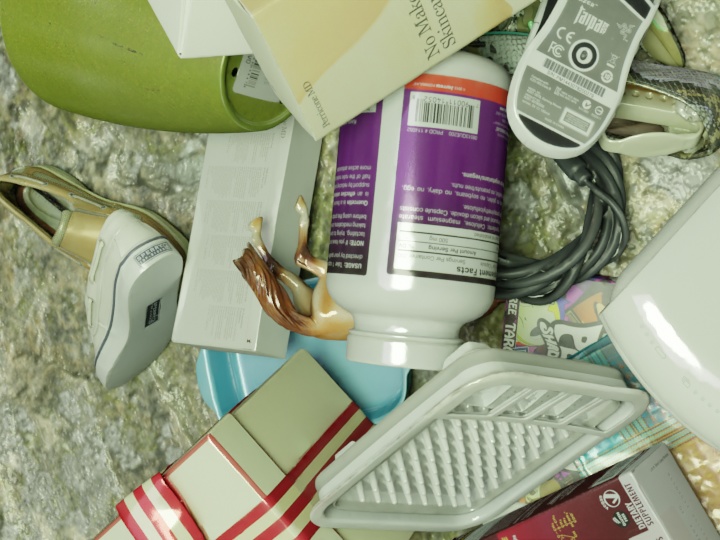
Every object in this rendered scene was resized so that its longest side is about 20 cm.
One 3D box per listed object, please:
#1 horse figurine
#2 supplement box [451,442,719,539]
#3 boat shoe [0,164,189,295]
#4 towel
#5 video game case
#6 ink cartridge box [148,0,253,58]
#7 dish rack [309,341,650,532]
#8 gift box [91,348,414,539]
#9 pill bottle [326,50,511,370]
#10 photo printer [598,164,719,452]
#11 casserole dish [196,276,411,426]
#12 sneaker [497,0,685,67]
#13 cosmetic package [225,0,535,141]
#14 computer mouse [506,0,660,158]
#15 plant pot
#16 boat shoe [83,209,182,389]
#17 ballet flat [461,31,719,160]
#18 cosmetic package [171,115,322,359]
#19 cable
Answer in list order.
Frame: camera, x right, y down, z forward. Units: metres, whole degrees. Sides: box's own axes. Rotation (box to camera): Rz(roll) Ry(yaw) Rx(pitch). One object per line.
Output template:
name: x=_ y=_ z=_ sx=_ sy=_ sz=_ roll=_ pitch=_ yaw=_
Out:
horse figurine: x=0.000 y=0.000 z=0.936 sx=0.133 sy=0.199 sz=0.050 roll=66 pitch=151 yaw=11
supplement box: x=0.146 y=0.209 z=0.870 sx=0.200 sy=0.061 sz=0.109 roll=-36 pitch=82 yaw=38
boat shoe: x=-0.233 y=-0.031 z=1.083 sx=0.199 sy=0.076 sz=0.072 roll=24 pitch=101 yaw=22
towel: x=0.222 y=0.126 z=0.863 sx=0.146 sy=0.022 sz=0.201 roll=-35 pitch=80 yaw=22
video game case: x=0.184 y=0.106 z=0.911 sx=0.180 sy=0.036 sz=0.202 roll=9 pitch=96 yaw=24
ink cartridge box: x=-0.047 y=-0.218 z=0.837 sx=0.147 sy=0.199 sz=0.083 roll=59 pitch=146 yaw=38
dish rack: x=0.072 y=0.110 z=0.840 sx=0.200 sy=0.171 sz=0.044 roll=-45 pitch=51 yaw=35
gift box: x=-0.077 y=0.205 z=0.937 sx=0.184 sy=0.187 sz=0.200 roll=43 pitch=118 yaw=3
pill bottle: x=0.037 y=-0.039 z=0.831 sx=0.112 sy=0.112 sz=0.202 roll=5 pitch=89 yaw=25
photo printer: x=0.264 y=0.016 z=0.807 sx=0.166 sy=0.069 sz=0.200 roll=44 pitch=88 yaw=8
casserole dish: x=-0.040 y=0.070 z=1.017 sx=0.199 sy=0.039 sz=0.122 roll=-14 pitch=87 yaw=27
sneaker: x=0.134 y=-0.188 z=0.880 sx=0.199 sy=0.077 sz=0.089 roll=36 pitch=112 yaw=-3
cosmetic package: x=0.024 y=-0.178 z=0.750 sx=0.199 sy=0.105 sz=0.071 roll=-34 pitch=44 yaw=-4
computer mouse: x=0.149 y=-0.167 z=0.815 sx=0.109 sy=0.044 sz=0.201 roll=27 pitch=89 yaw=-8
plant pot: x=-0.133 y=-0.177 z=0.941 sx=0.199 sy=0.186 sz=0.188 roll=28 pitch=105 yaw=37
boat shoe: x=-0.194 y=0.025 z=1.033 sx=0.066 sy=0.072 sz=0.200 roll=48 pitch=151 yaw=17
ballet flat: x=0.154 y=-0.114 z=0.860 sx=0.199 sy=0.072 sz=0.073 roll=11 pitch=98 yaw=8
cosmetic package: x=-0.086 y=-0.035 z=1.000 sx=0.082 sy=0.051 sz=0.202 roll=5 pitch=80 yaw=32
cable: x=0.104 y=-0.066 z=0.916 sx=0.199 sy=0.051 sz=0.164 roll=25 pitch=77 yaw=16
